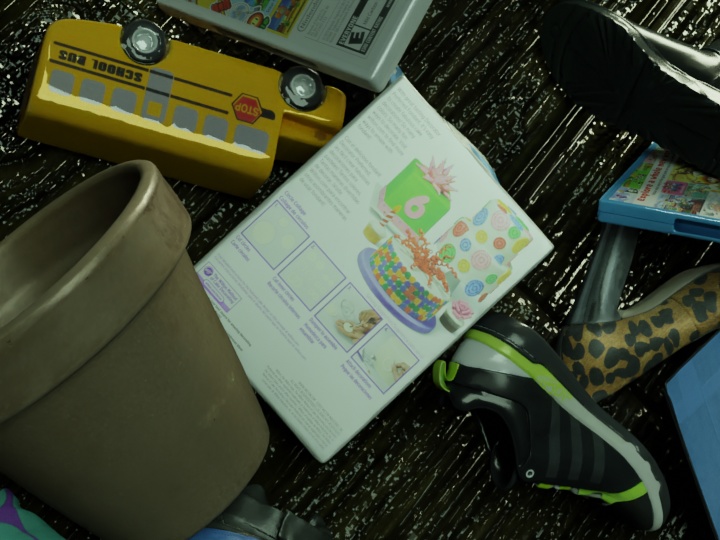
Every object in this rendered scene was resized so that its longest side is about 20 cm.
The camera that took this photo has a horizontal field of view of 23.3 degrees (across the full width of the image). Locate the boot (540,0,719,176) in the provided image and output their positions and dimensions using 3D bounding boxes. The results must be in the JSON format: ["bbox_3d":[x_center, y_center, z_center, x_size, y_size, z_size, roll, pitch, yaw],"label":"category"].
[{"bbox_3d":[0.247,-0.147,1.258,0.198,0.074,0.162,36,41,25],"label":"boot"}]

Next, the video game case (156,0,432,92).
[{"bbox_3d":[-0.015,-0.230,1.142,0.181,0.023,0.201,23,78,28],"label":"video game case"}]

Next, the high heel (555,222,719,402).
[{"bbox_3d":[0.230,0.058,1.206,0.198,0.071,0.144,24,77,-13],"label":"high heel"}]

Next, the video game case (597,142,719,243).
[{"bbox_3d":[0.274,-0.045,1.173,0.198,0.018,0.143,12,26,22],"label":"video game case"}]

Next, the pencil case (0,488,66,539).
[{"bbox_3d":[-0.166,0.221,0.993,0.200,0.085,0.092,45,57,-2],"label":"pencil case"}]

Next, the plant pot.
[{"bbox_3d":[-0.144,0.063,1.008,0.175,0.200,0.201,50,63,-19],"label":"plant pot"}]

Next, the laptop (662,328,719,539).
[{"bbox_3d":[0.323,0.103,1.155,0.116,0.198,0.189,-66,137,-62],"label":"laptop"}]

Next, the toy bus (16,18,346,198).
[{"bbox_3d":[-0.113,-0.103,1.121,0.198,0.065,0.079,15,70,-16],"label":"toy bus"}]

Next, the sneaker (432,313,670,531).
[{"bbox_3d":[0.116,0.115,1.127,0.200,0.072,0.083,46,72,-20],"label":"sneaker"}]

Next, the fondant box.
[{"bbox_3d":[0.000,0.000,1.098,0.200,0.058,0.144,-42,89,-3],"label":"fondant box"}]

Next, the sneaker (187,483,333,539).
[{"bbox_3d":[-0.030,0.210,1.050,0.200,0.077,0.112,41,54,-14],"label":"sneaker"}]

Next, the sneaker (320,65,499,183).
[{"bbox_3d":[0.042,-0.077,1.177,0.201,0.072,0.072,55,39,5],"label":"sneaker"}]
